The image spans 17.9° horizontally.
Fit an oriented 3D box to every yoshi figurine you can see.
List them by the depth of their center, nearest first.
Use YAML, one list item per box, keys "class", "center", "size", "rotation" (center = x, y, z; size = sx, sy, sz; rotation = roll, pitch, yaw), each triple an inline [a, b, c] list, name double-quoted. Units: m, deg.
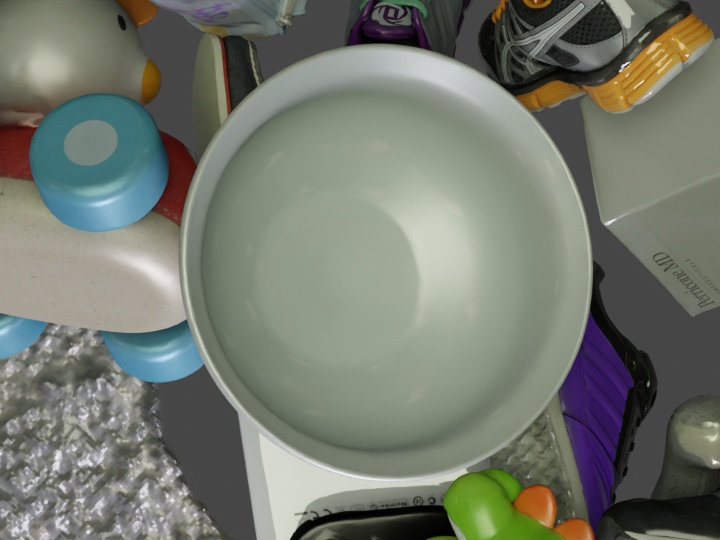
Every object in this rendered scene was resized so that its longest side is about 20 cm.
- class: "yoshi figurine"
  center: [0.077, 0.194, 1.060]
  size: [0.112, 0.112, 0.200]
  rotation: [-22, 74, -8]

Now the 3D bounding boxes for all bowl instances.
- class: "bowl"
  center: [0.000, 0.000, 1.068]
  size: [0.201, 0.090, 0.201]
  rotation: [3, 83, -21]

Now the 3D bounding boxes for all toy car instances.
- class: "toy car"
  center: [-0.141, -0.077, 1.139]
  size: [0.177, 0.184, 0.200]
  rotation: [7, 62, 11]

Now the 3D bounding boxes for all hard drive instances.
- class: "hard drive"
  center: [0.005, 0.083, 1.185]
  size: [0.132, 0.027, 0.200]
  rotation: [-8, 92, 4]

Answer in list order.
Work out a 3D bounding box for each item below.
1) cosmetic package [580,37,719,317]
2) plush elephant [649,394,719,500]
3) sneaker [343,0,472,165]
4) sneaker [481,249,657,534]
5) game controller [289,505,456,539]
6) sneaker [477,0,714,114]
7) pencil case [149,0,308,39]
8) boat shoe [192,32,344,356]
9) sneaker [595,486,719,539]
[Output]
- class: "cosmetic package"
  center: [0.217, -0.064, 1.081]
  size: [0.200, 0.113, 0.081]
  rotation: [-25, 52, 23]
- class: "plush elephant"
  center: [0.211, 0.168, 1.104]
  size: [0.155, 0.165, 0.200]
  rotation: [43, 115, 36]
- class: "sneaker"
  center: [0.027, -0.147, 1.146]
  size: [0.074, 0.088, 0.200]
  rotation: [4, 92, 3]
- class: "sneaker"
  center: [0.112, 0.081, 1.144]
  size: [0.099, 0.070, 0.200]
  rotation: [-7, 84, -36]
- class: "game controller"
  center: [0.017, 0.214, 1.161]
  size: [0.104, 0.042, 0.200]
  rotation: [-3, 105, 2]
- class: "sneaker"
  center: [0.099, -0.125, 1.089]
  size: [0.078, 0.200, 0.077]
  rotation: [-43, 104, -11]
- class: "pencil case"
  center: [-0.081, -0.161, 1.100]
  size: [0.083, 0.200, 0.091]
  rotation: [-27, 83, 10]
- class: "boat shoe"
  center: [-0.040, -0.024, 1.140]
  size: [0.063, 0.071, 0.200]
  rotation: [-11, 82, -13]
- class: "sneaker"
  center: [0.202, 0.109, 1.022]
  size: [0.200, 0.076, 0.088]
  rotation: [8, 66, -9]
